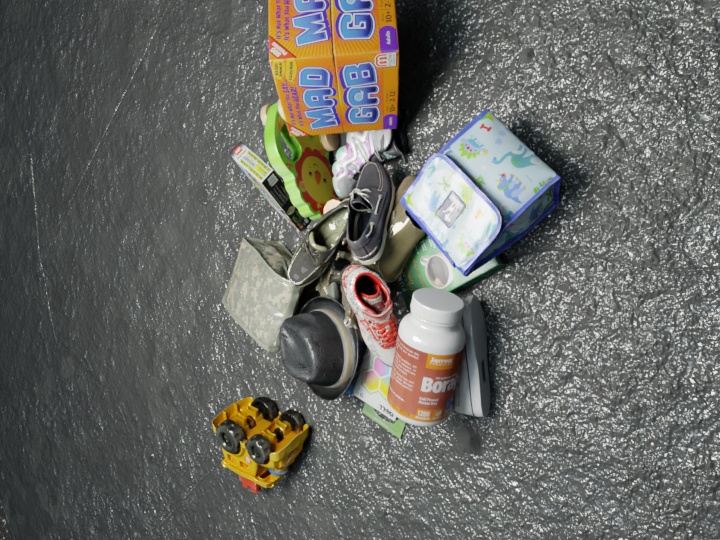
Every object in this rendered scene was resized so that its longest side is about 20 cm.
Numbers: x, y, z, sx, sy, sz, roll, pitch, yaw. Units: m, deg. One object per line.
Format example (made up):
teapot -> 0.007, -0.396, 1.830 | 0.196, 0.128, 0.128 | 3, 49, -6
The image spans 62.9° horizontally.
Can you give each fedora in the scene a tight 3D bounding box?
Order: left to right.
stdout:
fedora -> -0.092, 0.144, 1.099 | 0.198, 0.090, 0.206 | -6, 81, 45

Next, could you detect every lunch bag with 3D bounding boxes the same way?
lunch bag -> -0.188, 0.050, 1.227 | 0.200, 0.116, 0.167 | 43, 117, 43
lunch bag -> 0.182, -0.116, 0.917 | 0.199, 0.127, 0.171 | -41, 65, 3

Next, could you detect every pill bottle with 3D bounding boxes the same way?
pill bottle -> 0.109, 0.139, 0.955 | 0.111, 0.111, 0.205 | 23, 116, 33

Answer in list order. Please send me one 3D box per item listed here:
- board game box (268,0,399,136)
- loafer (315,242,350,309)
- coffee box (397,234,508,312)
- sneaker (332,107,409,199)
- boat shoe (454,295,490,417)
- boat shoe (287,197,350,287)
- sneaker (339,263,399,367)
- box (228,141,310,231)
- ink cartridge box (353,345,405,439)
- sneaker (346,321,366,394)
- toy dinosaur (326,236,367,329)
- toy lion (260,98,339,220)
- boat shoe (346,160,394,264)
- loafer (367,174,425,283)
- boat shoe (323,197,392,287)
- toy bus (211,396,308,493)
board game box -> -0.039, -0.373, 0.983 | 0.194, 0.201, 0.205 | -4, 70, 1
loafer -> -0.061, 0.018, 1.170 | 0.068, 0.075, 0.206 | 5, 96, 31
coffee box -> 0.146, -0.021, 1.032 | 0.198, 0.044, 0.125 | -33, 71, 33
sneaker -> 0.030, -0.211, 1.089 | 0.139, 0.077, 0.204 | 30, 110, 32
boat shoe -> 0.180, 0.147, 1.005 | 0.064, 0.072, 0.206 | -3, 99, 31
boat shoe -> -0.075, -0.052, 1.077 | 0.072, 0.066, 0.201 | 46, 106, 12
sneaker -> 0.031, 0.084, 0.980 | 0.066, 0.108, 0.205 | -29, 99, -9
box -> -0.177, -0.163, 1.179 | 0.035, 0.200, 0.110 | -46, 62, -6
ink cartridge box -> 0.051, 0.210, 1.107 | 0.102, 0.059, 0.205 | 25, 107, 32
sneaker -> -0.015, 0.175, 1.158 | 0.106, 0.075, 0.200 | 51, 123, 4
toy dinosaur -> 0.000, 0.000, 1.065 | 0.100, 0.077, 0.204 | 22, 92, -5
toy lion -> -0.108, -0.202, 1.126 | 0.067, 0.199, 0.197 | -12, 67, 33
boat shoe -> 0.012, -0.113, 1.000 | 0.071, 0.063, 0.204 | -11, 58, 28
loafer -> 0.073, -0.069, 1.016 | 0.067, 0.075, 0.204 | 19, 87, 54
boat shoe -> 0.005, -0.051, 1.121 | 0.070, 0.070, 0.203 | -31, 84, 17
toy bus -> -0.213, 0.401, 1.282 | 0.196, 0.135, 0.197 | 12, 113, 33
